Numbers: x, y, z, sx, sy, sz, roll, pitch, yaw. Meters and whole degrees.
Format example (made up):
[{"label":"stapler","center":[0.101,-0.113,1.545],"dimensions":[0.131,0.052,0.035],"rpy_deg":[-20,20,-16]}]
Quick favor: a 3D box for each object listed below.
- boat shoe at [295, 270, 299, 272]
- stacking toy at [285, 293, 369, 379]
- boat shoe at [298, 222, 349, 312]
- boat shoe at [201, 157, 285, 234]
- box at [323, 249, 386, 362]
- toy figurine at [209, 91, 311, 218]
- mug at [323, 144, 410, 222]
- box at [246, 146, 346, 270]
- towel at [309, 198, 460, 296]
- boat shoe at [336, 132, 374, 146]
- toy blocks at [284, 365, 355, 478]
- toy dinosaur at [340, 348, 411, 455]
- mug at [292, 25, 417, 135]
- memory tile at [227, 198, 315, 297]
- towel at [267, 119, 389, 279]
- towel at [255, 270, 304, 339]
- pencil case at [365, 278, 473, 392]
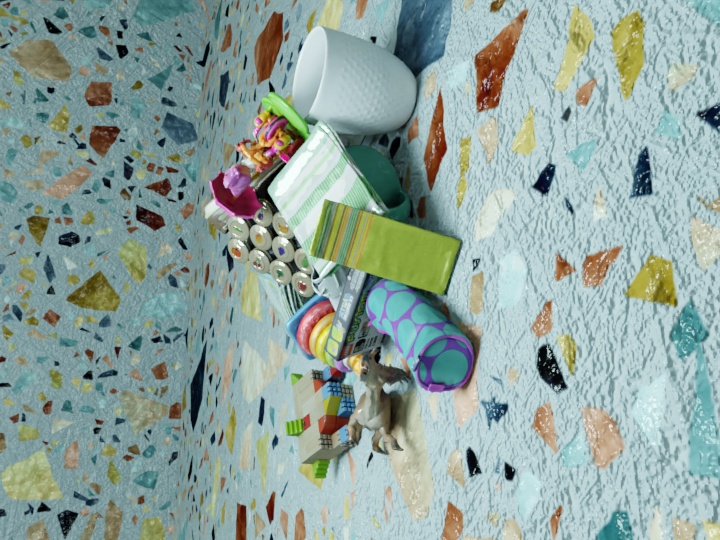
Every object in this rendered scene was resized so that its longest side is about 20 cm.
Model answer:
[{"label":"boat shoe","center":[-0.095,-0.031,1.389],"dimensions":[0.070,0.069,0.203],"rpy_deg":[-124,45,-56]},{"label":"stacking toy","center":[-0.029,0.132,1.174],"dimensions":[0.200,0.109,0.117],"rpy_deg":[37,162,47]},{"label":"boat shoe","center":[-0.050,0.005,1.093],"dimensions":[0.071,0.068,0.203],"rpy_deg":[9,120,49]},{"label":"boat shoe","center":[-0.196,-0.141,1.255],"dimensions":[0.201,0.075,0.075],"rpy_deg":[-36,4,22]},{"label":"box","center":[0.017,0.039,1.053],"dimensions":[0.035,0.109,0.202],"rpy_deg":[38,123,32]},{"label":"toy figurine","center":[-0.165,-0.169,1.106],"dimensions":[0.184,0.150,0.200],"rpy_deg":[-48,-5,-5]},{"label":"mug","center":[0.005,-0.112,1.103],"dimensions":[0.185,0.114,0.153],"rpy_deg":[47,143,18]},{"label":"box","center":[-0.105,-0.118,1.283],"dimensions":[0.198,0.123,0.200],"rpy_deg":[-11,71,38]},{"label":"towel","center":[0.032,-0.030,0.944],"dimensions":[0.018,0.197,0.087],"rpy_deg":[-68,-6,-66]},{"label":"boat shoe","center":[-0.036,-0.261,1.284],"dimensions":[0.202,0.085,0.076],"rpy_deg":[151,122,-63]},{"label":"toy blocks","center":[-0.062,0.252,1.240],"dimensions":[0.137,0.099,0.202],"rpy_deg":[-44,45,40]},{"label":"toy dinosaur","center":[0.023,0.204,1.049],"dimensions":[0.200,0.084,0.138],"rpy_deg":[112,168,-70]},{"label":"mug","center":[-0.009,-0.312,1.116],"dimensions":[0.148,0.173,0.202],"rpy_deg":[-59,33,40]},{"label":"memory tile","center":[-0.156,-0.047,1.209],"dimensions":[0.198,0.017,0.155],"rpy_deg":[26,129,20]},{"label":"towel","center":[-0.055,-0.105,1.015],"dimensions":[0.153,0.023,0.201],"rpy_deg":[-47,58,22]},{"label":"towel","center":[-0.156,0.073,1.444],"dimensions":[0.200,0.048,0.173],"rpy_deg":[27,140,66]},{"label":"pencil case","center":[0.074,0.084,0.941],"dimensions":[0.093,0.084,0.200],"rpy_deg":[-62,28,13]}]
